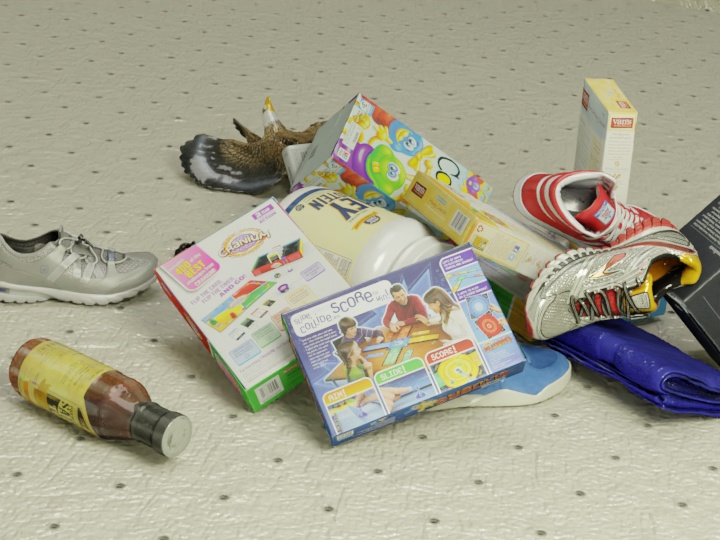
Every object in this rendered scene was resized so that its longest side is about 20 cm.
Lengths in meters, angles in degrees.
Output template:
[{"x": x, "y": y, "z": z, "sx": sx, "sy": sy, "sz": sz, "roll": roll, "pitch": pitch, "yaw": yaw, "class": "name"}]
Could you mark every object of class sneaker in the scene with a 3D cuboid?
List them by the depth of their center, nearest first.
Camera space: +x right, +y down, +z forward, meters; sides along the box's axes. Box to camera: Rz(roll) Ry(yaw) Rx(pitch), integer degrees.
[{"x": 0.129, "y": 0.074, "z": 1.472, "sx": 0.199, "sy": 0.112, "sz": 0.077, "roll": -3, "pitch": 23, "yaw": -19, "class": "sneaker"}, {"x": 0.255, "y": 0.014, "z": 1.473, "sx": 0.199, "sy": 0.078, "sz": 0.082, "roll": -28, "pitch": 39, "yaw": -10, "class": "sneaker"}, {"x": 0.269, "y": -0.052, "z": 1.545, "sx": 0.199, "sy": 0.072, "sz": 0.112, "roll": 20, "pitch": -5, "yaw": -16, "class": "sneaker"}, {"x": -0.322, "y": -0.010, "z": 1.632, "sx": 0.199, "sy": 0.082, "sz": 0.075, "roll": -3, "pitch": 23, "yaw": -17, "class": "sneaker"}]

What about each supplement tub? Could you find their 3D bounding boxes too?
[{"x": 0.000, "y": 0.000, "z": 1.585, "sx": 0.199, "sy": 0.146, "sz": 0.145, "roll": 21, "pitch": 28, "yaw": 36, "class": "supplement tub"}]

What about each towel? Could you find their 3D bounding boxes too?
[{"x": 0.290, "y": 0.096, "z": 1.518, "sx": 0.147, "sy": 0.050, "sz": 0.200, "roll": 14, "pitch": 12, "yaw": -38, "class": "towel"}]

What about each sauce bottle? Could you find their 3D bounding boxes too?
[{"x": -0.242, "y": 0.120, "z": 1.353, "sx": 0.199, "sy": 0.066, "sz": 0.066, "roll": 20, "pitch": 27, "yaw": 35, "class": "sauce bottle"}]

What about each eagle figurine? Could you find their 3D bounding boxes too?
[{"x": -0.132, "y": -0.167, "z": 2.040, "sx": 0.199, "sy": 0.152, "sz": 0.152, "roll": -15, "pitch": -39, "yaw": 39, "class": "eagle figurine"}]

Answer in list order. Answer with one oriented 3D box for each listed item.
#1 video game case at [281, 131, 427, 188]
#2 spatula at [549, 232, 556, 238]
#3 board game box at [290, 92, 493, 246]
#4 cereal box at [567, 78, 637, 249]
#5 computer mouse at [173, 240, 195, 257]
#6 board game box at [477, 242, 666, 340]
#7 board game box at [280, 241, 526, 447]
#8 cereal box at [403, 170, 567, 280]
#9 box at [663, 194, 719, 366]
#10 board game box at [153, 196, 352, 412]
[{"x": 0.017, "y": -0.074, "z": 1.767, "sx": 0.199, "sy": 0.183, "sz": 0.024, "roll": -9, "pitch": -15, "yaw": -30, "class": "video game case"}, {"x": 0.243, "y": -0.041, "z": 1.892, "sx": 0.056, "sy": 0.021, "sz": 0.200, "roll": 3, "pitch": 21, "yaw": 33, "class": "spatula"}, {"x": 0.038, "y": -0.095, "z": 1.700, "sx": 0.200, "sy": 0.103, "sz": 0.105, "roll": 33, "pitch": 55, "yaw": -17, "class": "board game box"}, {"x": 0.277, "y": -0.108, "z": 1.679, "sx": 0.039, "sy": 0.201, "sz": 0.144, "roll": 3, "pitch": 23, "yaw": -4, "class": "cereal box"}, {"x": -0.125, "y": -0.011, "z": 1.719, "sx": 0.199, "sy": 0.046, "sz": 0.141, "roll": 3, "pitch": 21, "yaw": -3, "class": "computer mouse"}, {"x": 0.235, "y": 0.019, "z": 1.701, "sx": 0.199, "sy": 0.041, "sz": 0.153, "roll": -9, "pitch": 26, "yaw": -29, "class": "board game box"}, {"x": 0.040, "y": 0.069, "z": 1.388, "sx": 0.199, "sy": 0.034, "sz": 0.136, "roll": -20, "pitch": 67, "yaw": -9, "class": "board game box"}, {"x": 0.158, "y": -0.033, "z": 1.565, "sx": 0.199, "sy": 0.040, "sz": 0.144, "roll": 24, "pitch": 11, "yaw": -31, "class": "cereal box"}, {"x": 0.426, "y": -0.004, "z": 1.549, "sx": 0.200, "sy": 0.148, "sz": 0.104, "roll": -40, "pitch": 29, "yaw": 4, "class": "box"}, {"x": -0.098, "y": 0.030, "z": 1.480, "sx": 0.153, "sy": 0.040, "sz": 0.200, "roll": -32, "pitch": 51, "yaw": -13, "class": "board game box"}]
